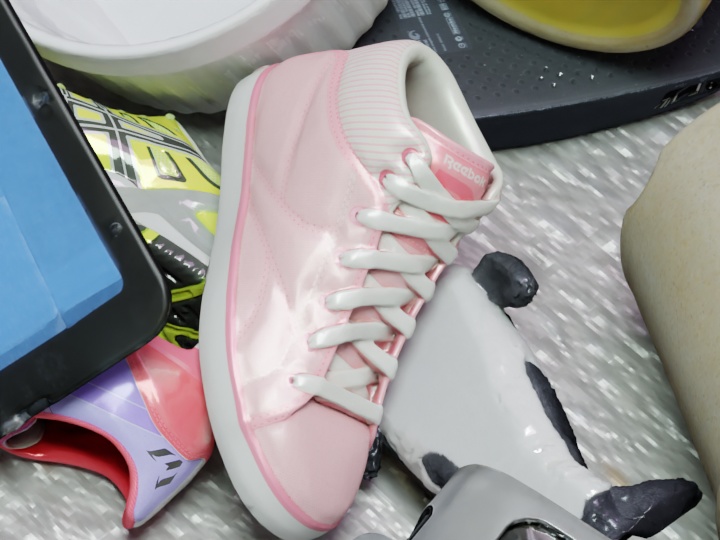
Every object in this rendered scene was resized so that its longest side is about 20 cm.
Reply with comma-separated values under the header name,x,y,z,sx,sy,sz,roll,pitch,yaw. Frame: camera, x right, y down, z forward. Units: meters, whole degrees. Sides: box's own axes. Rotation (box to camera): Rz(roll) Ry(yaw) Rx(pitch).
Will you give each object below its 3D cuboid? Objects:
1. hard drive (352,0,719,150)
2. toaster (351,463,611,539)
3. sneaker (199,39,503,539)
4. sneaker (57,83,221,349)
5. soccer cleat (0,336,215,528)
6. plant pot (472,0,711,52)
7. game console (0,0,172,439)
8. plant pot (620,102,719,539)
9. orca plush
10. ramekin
name,x,y,z,sx,sy,sz,roll,pitch,yaw
hard drive,0.067,-0.114,1.194,0.200,0.042,0.135,-11,55,-20
toaster,0.048,0.192,0.899,0.200,0.119,0.181,33,54,15
sneaker,0.000,0.000,1.015,0.105,0.075,0.201,-16,61,33
sneaker,-0.116,-0.039,1.089,0.200,0.075,0.076,37,46,5
soccer cleat,-0.147,0.028,1.030,0.200,0.067,0.077,27,63,11
plant pot,0.115,-0.207,1.138,0.200,0.201,0.189,22,66,7
game console,-0.202,-0.019,0.967,0.176,0.116,0.200,-21,76,-42
plant pot,0.197,0.028,1.028,0.200,0.201,0.184,-9,43,-17
orca plush,0.063,0.055,1.037,0.200,0.071,0.105,26,88,45
ramekin,-0.070,-0.162,1.122,0.200,0.105,0.201,-7,69,18
